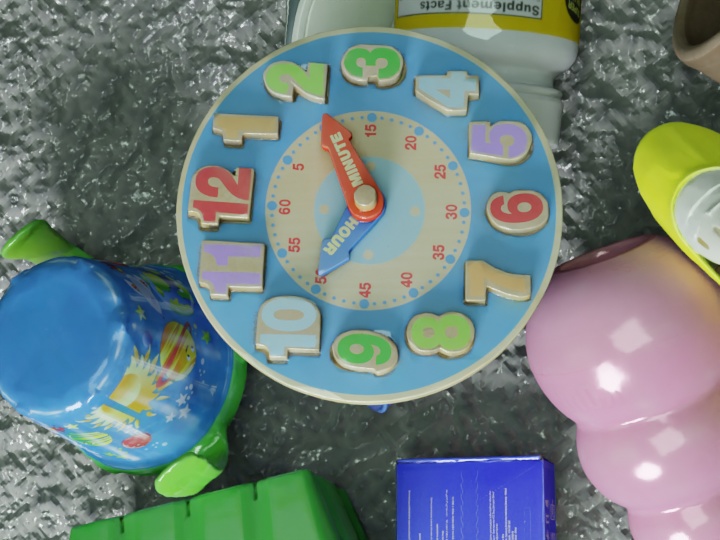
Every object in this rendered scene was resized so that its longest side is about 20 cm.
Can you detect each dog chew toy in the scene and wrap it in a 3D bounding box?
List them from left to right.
[{"bbox_3d":[0.174,0.084,0.946,0.124,0.125,0.201,-19,95,11],"label":"dog chew toy"}]

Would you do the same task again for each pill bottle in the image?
[{"bbox_3d":[0.076,-0.175,0.961,0.113,0.114,0.201,4,92,11],"label":"pill bottle"}]

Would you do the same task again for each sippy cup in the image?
[{"bbox_3d":[-0.155,0.051,0.985,0.177,0.130,0.141,13,83,23],"label":"sippy cup"}]

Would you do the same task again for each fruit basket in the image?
[{"bbox_3d":[-0.073,0.243,0.989,0.214,0.156,0.217,-5,72,14],"label":"fruit basket"}]

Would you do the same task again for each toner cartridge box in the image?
[{"bbox_3d":[0.071,0.215,0.979,0.094,0.043,0.201,-3,78,17],"label":"toner cartridge box"}]

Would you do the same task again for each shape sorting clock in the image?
[{"bbox_3d":[0.004,-0.032,0.826,0.199,0.039,0.201,-1,75,5],"label":"shape sorting clock"}]

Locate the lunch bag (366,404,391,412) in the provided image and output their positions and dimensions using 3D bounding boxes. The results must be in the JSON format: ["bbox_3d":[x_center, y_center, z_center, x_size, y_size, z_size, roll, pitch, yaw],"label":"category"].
[{"bbox_3d":[0.000,0.000,0.942,0.132,0.200,0.136,-43,81,-10],"label":"lunch bag"}]

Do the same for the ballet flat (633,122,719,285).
[{"bbox_3d":[0.223,-0.004,0.874,0.067,0.067,0.200,-41,81,11],"label":"ballet flat"}]

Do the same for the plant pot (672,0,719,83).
[{"bbox_3d":[0.299,-0.164,0.897,0.174,0.200,0.201,28,96,-9],"label":"plant pot"}]

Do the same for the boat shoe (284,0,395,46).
[{"bbox_3d":[-0.014,-0.197,1.017,0.062,0.072,0.201,25,106,53],"label":"boat shoe"}]
